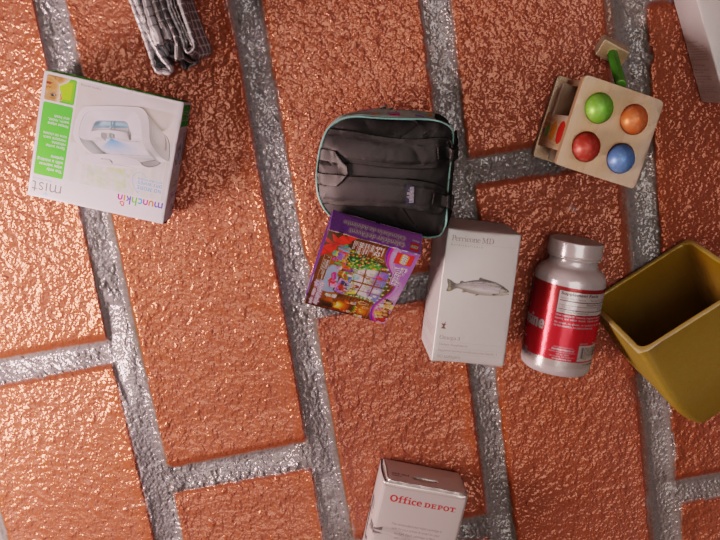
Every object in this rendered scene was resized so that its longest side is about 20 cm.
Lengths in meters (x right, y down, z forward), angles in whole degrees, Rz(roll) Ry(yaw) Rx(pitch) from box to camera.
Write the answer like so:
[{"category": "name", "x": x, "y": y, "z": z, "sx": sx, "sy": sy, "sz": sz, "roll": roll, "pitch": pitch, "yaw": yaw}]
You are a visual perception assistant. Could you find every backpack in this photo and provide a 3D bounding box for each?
[{"category": "backpack", "x": 0.031, "y": -0.147, "z": 1.211, "sx": 0.195, "sy": 0.154, "sz": 0.180, "roll": 2, "pitch": 108, "yaw": -6}]

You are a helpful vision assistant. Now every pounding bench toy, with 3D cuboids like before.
[{"category": "pounding bench toy", "x": 0.353, "y": -0.240, "z": 1.210, "sx": 0.122, "sy": 0.156, "sz": 0.204, "roll": 15, "pitch": 101, "yaw": -7}]

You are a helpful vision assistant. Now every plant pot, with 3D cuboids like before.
[{"category": "plant pot", "x": 0.506, "y": 0.110, "z": 1.287, "sx": 0.192, "sy": 0.196, "sz": 0.202, "roll": -32, "pitch": 112, "yaw": 4}]

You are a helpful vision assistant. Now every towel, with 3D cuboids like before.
[{"category": "towel", "x": -0.270, "y": -0.373, "z": 1.139, "sx": 0.084, "sy": 0.166, "sz": 0.204, "roll": -19, "pitch": 103, "yaw": -5}]

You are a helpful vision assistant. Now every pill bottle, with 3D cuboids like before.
[{"category": "pill bottle", "x": 0.317, "y": 0.052, "z": 1.294, "sx": 0.110, "sy": 0.112, "sz": 0.205, "roll": 6, "pitch": 101, "yaw": -5}]

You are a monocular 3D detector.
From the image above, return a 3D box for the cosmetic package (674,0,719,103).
[{"category": "cosmetic package", "x": 0.544, "y": -0.363, "z": 1.235, "sx": 0.111, "sy": 0.081, "sz": 0.204, "roll": -20, "pitch": 102, "yaw": 1}]

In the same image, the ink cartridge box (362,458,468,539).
[{"category": "ink cartridge box", "x": 0.082, "y": 0.428, "z": 1.375, "sx": 0.142, "sy": 0.085, "sz": 0.204, "roll": 11, "pitch": 103, "yaw": -6}]

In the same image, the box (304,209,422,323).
[{"category": "box", "x": 0.000, "y": 0.000, "z": 1.235, "sx": 0.134, "sy": 0.040, "sz": 0.201, "roll": 14, "pitch": 145, "yaw": -6}]

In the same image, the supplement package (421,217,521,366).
[{"category": "supplement package", "x": 0.166, "y": 0.029, "z": 1.276, "sx": 0.114, "sy": 0.117, "sz": 0.205, "roll": 5, "pitch": 102, "yaw": -4}]

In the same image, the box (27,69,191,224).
[{"category": "box", "x": -0.360, "y": -0.178, "z": 1.210, "sx": 0.196, "sy": 0.097, "sz": 0.180, "roll": 12, "pitch": 99, "yaw": -7}]
